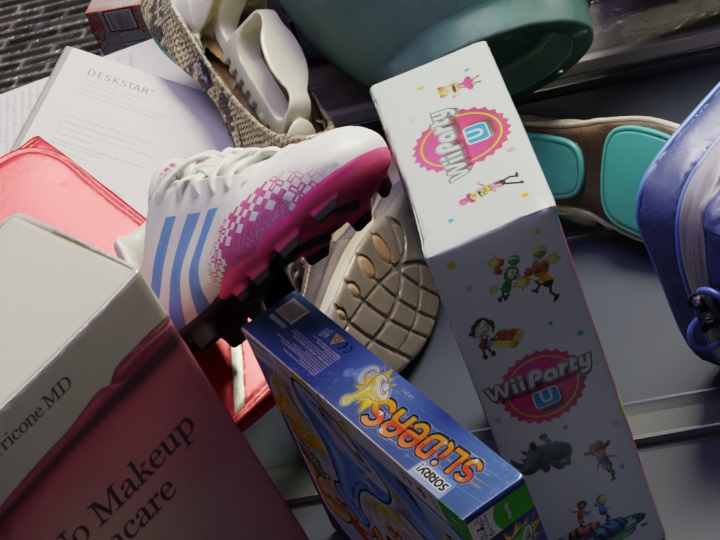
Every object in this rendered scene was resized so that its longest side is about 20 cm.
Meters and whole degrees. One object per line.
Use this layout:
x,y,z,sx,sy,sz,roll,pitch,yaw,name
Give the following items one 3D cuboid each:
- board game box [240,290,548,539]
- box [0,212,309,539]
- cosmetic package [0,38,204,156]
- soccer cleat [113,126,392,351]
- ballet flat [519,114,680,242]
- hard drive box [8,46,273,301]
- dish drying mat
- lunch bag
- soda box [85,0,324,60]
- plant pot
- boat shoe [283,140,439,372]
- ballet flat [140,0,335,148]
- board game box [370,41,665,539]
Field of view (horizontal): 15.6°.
0.027,0.106,1.189,0.034,0.136,0.200,-33,35,-14,board game box
-0.132,0.095,1.233,0.128,0.200,0.109,-46,40,-20,box
-0.171,-0.066,1.580,0.199,0.071,0.102,-19,35,7,cosmetic package
-0.060,-0.027,1.219,0.070,0.087,0.200,-24,-12,-39,soccer cleat
0.138,-0.055,1.396,0.199,0.068,0.062,15,19,35,ballet flat
-0.122,-0.014,1.416,0.155,0.077,0.200,19,43,2,hard drive box
-0.117,0.006,1.323,0.200,0.018,0.077,38,56,18,dish drying mat
0.223,-0.031,1.250,0.132,0.136,0.200,19,55,45,lunch bag
-0.069,-0.171,1.663,0.199,0.064,0.069,-6,38,23,soda box
0.049,-0.162,1.413,0.199,0.200,0.135,-22,75,3,plant pot
0.000,0.000,1.408,0.073,0.075,0.200,-15,27,31,boat shoe
-0.060,-0.118,1.433,0.067,0.076,0.200,-13,48,-24,ballet flat
0.073,0.019,1.216,0.064,0.201,0.148,-21,35,3,board game box
